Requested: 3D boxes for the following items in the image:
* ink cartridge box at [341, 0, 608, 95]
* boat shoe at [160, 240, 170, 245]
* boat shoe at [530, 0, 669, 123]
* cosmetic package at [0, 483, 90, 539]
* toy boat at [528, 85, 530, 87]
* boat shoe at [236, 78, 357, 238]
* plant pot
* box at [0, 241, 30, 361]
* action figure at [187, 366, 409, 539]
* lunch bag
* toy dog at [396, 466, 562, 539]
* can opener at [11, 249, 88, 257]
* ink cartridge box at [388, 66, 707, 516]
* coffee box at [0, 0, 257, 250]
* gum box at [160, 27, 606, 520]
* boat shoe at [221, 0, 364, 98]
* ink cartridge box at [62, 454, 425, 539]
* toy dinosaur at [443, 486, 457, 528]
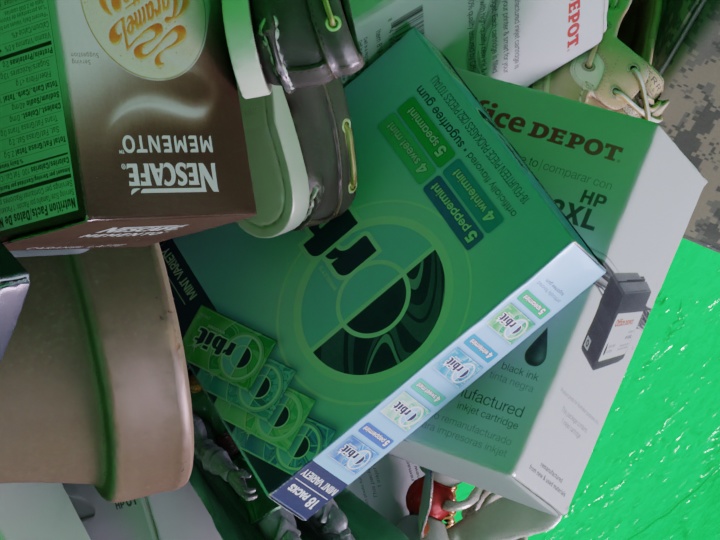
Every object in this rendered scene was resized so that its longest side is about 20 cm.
[{"bbox_3d":[0.034,-0.146,1.610,0.200,0.083,0.147,-31,149,-18],"label":"ink cartridge box"},{"bbox_3d":[-0.109,-0.062,1.558,0.060,0.074,0.200,-23,143,-33],"label":"boat shoe"},{"bbox_3d":[0.141,-0.105,1.699,0.065,0.200,0.072,-11,133,21],"label":"boat shoe"},{"bbox_3d":[-0.191,0.140,1.582,0.051,0.200,0.083,-19,162,-36],"label":"cosmetic package"},{"bbox_3d":[0.027,-0.035,1.716,0.200,0.131,0.131,-41,129,-27],"label":"toy boat"},{"bbox_3d":[-0.045,-0.119,1.476,0.059,0.200,0.072,-14,-175,-44],"label":"boat shoe"},{"bbox_3d":[-0.192,0.032,1.490,0.174,0.200,0.200,-13,144,-14],"label":"plant pot"},{"bbox_3d":[-0.267,-0.012,1.290,0.148,0.200,0.104,-12,141,-43],"label":"box"},{"bbox_3d":[-0.049,0.110,1.574,0.118,0.200,0.055,-26,165,-39],"label":"action figure"},{"bbox_3d":[0.236,-0.136,1.818,0.139,0.168,0.200,20,125,-11],"label":"lunch bag"},{"bbox_3d":[0.073,0.100,1.633,0.132,0.096,0.200,-9,105,-41],"label":"toy dog"},{"bbox_3d":[-0.222,-0.011,1.405,0.200,0.067,0.053,-7,166,16],"label":"can opener"},{"bbox_3d":[0.071,0.007,1.554,0.200,0.145,0.084,-66,150,-10],"label":"ink cartridge box"},{"bbox_3d":[-0.124,-0.113,1.331,0.080,0.200,0.114,-13,174,40],"label":"coffee box"},{"bbox_3d":[0.000,0.000,1.512,0.200,0.170,0.045,-40,144,9],"label":"gum box"},{"bbox_3d":[-0.031,-0.172,1.378,0.060,0.201,0.072,-7,153,8],"label":"boat shoe"},{"bbox_3d":[-0.081,0.134,1.676,0.200,0.085,0.144,-12,175,-39],"label":"ink cartridge box"},{"bbox_3d":[0.018,0.060,1.813,0.102,0.136,0.200,2,88,-34],"label":"toy dinosaur"}]
